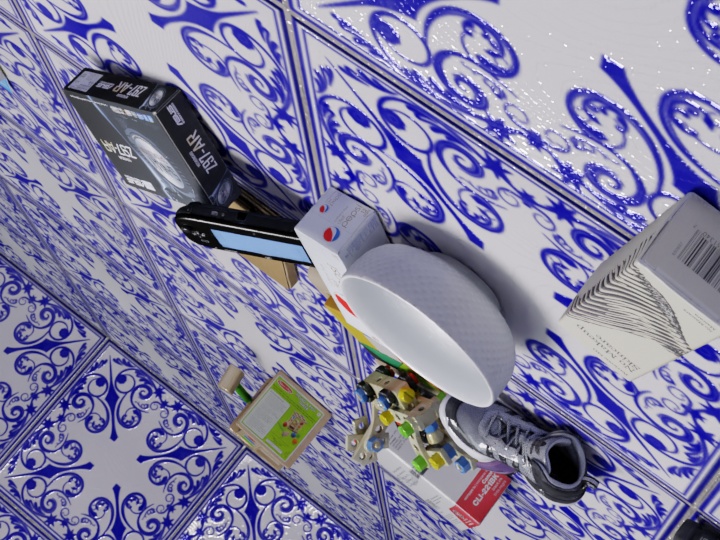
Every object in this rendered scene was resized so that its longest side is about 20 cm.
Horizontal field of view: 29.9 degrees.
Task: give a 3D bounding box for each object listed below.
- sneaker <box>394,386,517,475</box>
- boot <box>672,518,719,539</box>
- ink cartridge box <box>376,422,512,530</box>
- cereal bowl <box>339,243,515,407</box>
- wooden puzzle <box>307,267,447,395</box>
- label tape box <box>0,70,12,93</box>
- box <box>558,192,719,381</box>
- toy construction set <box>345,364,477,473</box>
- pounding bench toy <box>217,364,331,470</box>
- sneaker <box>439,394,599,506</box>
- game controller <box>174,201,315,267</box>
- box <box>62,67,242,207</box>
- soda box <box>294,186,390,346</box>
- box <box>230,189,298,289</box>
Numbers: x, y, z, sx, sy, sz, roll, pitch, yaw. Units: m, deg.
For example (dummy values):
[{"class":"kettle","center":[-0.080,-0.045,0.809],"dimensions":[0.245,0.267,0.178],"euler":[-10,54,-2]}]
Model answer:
[{"class":"sneaker","center":[0.125,0.218,1.752],"dimensions":[0.199,0.076,0.088],"euler":[24,164,46]},{"class":"boot","center":[0.436,0.360,1.443],"dimensions":[0.199,0.066,0.165],"euler":[24,160,34]},{"class":"ink cartridge box","center":[0.104,0.276,1.934],"dimensions":[0.200,0.084,0.144],"euler":[38,165,4]},{"class":"cereal bowl","center":[0.078,0.042,1.348],"dimensions":[0.200,0.083,0.200],"euler":[36,164,12]},{"class":"wooden puzzle","center":[0.032,0.084,1.660],"dimensions":[0.185,0.037,0.200],"euler":[24,158,46]},{"class":"label tape box","center":[-0.606,-0.327,1.967],"dimensions":[0.143,0.066,0.200],"euler":[35,162,19]},{"class":"box","center":[0.217,0.017,0.980],"dimensions":[0.082,0.068,0.200],"euler":[39,164,4]},{"class":"toy construction set","center":[0.054,0.192,1.689],"dimensions":[0.199,0.092,0.132],"euler":[-6,120,51]},{"class":"pounding bench toy","center":[-0.177,0.252,2.450],"dimensions":[0.200,0.124,0.156],"euler":[41,165,-3]},{"class":"sneaker","center":[0.186,0.195,1.545],"dimensions":[0.199,0.076,0.114],"euler":[34,164,1]},{"class":"game controller","center":[-0.111,-0.035,1.539],"dimensions":[0.198,0.042,0.104],"euler":[11,156,12]},{"class":"box","center":[-0.247,-0.154,1.591],"dimensions":[0.199,0.044,0.161],"euler":[19,149,44]},{"class":"soda box","center":[0.000,0.000,1.453],"dimensions":[0.068,0.064,0.200],"euler":[31,161,32]},{"class":"box","center":[-0.156,-0.062,1.722],"dimensions":[0.163,0.021,0.200],"euler":[36,164,15]}]
